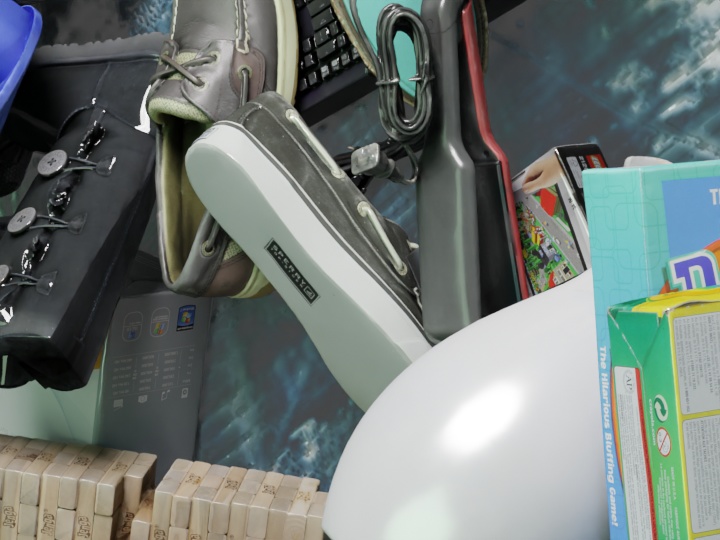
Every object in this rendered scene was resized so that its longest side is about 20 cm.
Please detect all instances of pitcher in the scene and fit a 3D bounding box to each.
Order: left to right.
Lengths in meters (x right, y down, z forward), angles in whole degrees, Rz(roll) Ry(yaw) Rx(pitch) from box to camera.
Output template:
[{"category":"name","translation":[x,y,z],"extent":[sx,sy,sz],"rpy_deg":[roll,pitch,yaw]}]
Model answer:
[{"category":"pitcher","translation":[0.099,0.081,0.805],"extent":[0.200,0.121,0.172],"rpy_deg":[-44,88,-6]}]

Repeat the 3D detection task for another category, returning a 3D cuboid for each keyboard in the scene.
[{"category":"keyboard","translation":[0.009,-0.109,0.985],"extent":[0.199,0.020,0.128],"rpy_deg":[-27,77,44]}]

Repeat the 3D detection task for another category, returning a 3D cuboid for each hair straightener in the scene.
[{"category":"hair straightener","translation":[0.032,-0.062,0.865],"extent":[0.041,0.077,0.202],"rpy_deg":[7,106,44]}]

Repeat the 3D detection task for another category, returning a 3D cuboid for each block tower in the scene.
[{"category":"block tower","translation":[-0.115,0.131,1.048],"extent":[0.198,0.054,0.058],"rpy_deg":[10,105,5]}]

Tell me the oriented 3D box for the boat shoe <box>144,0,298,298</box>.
[{"category":"boat shoe","translation":[-0.076,-0.084,1.013],"extent":[0.071,0.066,0.203],"rpy_deg":[4,98,45]}]

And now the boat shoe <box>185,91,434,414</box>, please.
[{"category":"boat shoe","translation":[0.000,0.000,0.970],"extent":[0.201,0.064,0.071],"rpy_deg":[53,149,-4]}]

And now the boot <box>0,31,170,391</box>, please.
[{"category":"boot","translation":[-0.174,-0.027,1.071],"extent":[0.164,0.066,0.201],"rpy_deg":[-11,52,45]}]

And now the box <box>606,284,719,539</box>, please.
[{"category":"box","translation":[0.188,0.057,0.718],"extent":[0.048,0.198,0.118],"rpy_deg":[-179,83,-68]}]

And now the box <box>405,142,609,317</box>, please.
[{"category":"box","translation":[0.102,0.056,0.904],"extent":[0.110,0.035,0.201],"rpy_deg":[-35,71,42]}]

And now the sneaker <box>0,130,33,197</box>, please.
[{"category":"sneaker","translation":[-0.264,-0.099,1.236],"extent":[0.200,0.078,0.090],"rpy_deg":[42,142,36]}]

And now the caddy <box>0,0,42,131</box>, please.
[{"category":"caddy","translation":[-0.247,-0.090,1.068],"extent":[0.199,0.105,0.142],"rpy_deg":[-14,43,53]}]

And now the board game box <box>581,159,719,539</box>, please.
[{"category":"board game box","translation":[0.165,0.055,0.757],"extent":[0.045,0.151,0.202],"rpy_deg":[-178,82,-66]}]

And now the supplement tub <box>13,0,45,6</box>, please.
[{"category":"supplement tub","translation":[-0.220,-0.207,1.126],"extent":[0.199,0.122,0.124],"rpy_deg":[-2,94,45]}]

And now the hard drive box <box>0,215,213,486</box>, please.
[{"category":"hard drive box","translation":[-0.171,0.084,1.150],"extent":[0.155,0.076,0.202],"rpy_deg":[21,111,42]}]

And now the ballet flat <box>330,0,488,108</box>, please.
[{"category":"ballet flat","translation":[0.002,-0.167,0.928],"extent":[0.070,0.065,0.201],"rpy_deg":[-26,92,4]}]
